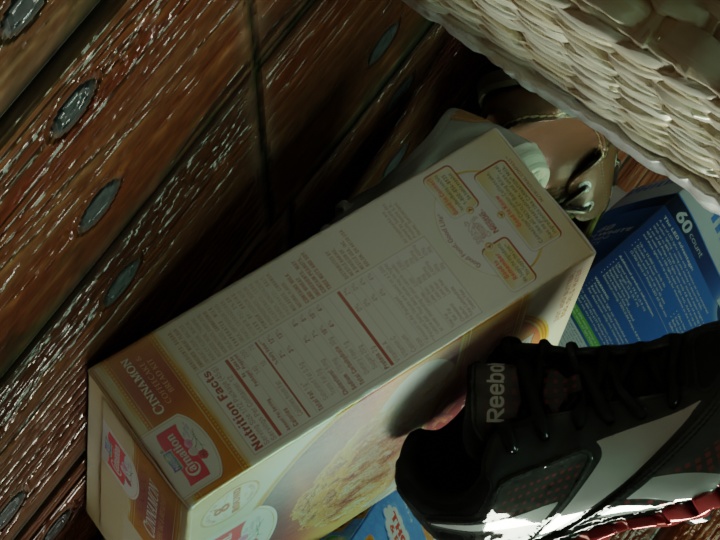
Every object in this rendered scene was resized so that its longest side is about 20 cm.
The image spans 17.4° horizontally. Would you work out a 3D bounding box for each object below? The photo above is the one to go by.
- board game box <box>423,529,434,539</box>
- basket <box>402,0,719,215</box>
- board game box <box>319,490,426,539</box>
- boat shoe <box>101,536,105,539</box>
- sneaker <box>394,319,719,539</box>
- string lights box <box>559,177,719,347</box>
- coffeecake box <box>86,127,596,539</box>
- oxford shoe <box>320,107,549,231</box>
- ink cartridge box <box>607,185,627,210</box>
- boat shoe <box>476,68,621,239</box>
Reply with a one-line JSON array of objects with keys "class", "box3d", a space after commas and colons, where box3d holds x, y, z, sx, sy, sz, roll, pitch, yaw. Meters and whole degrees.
[{"class": "board game box", "box3d": [-0.025, 0.181, 1.208, 0.200, 0.097, 0.159, -47, -160, -21]}, {"class": "basket", "box3d": [0.124, -0.145, 0.801, 0.198, 0.200, 0.161, -55, 167, -1]}, {"class": "board game box", "box3d": [0.000, 0.195, 1.040, 0.037, 0.152, 0.200, -13, -165, 23]}, {"class": "boat shoe", "box3d": [-0.101, 0.154, 1.069, 0.200, 0.072, 0.062, -51, 170, 0]}, {"class": "sneaker", "box3d": [0.095, 0.062, 0.934, 0.200, 0.098, 0.071, -31, -147, 29]}, {"class": "string lights box", "box3d": [0.135, 0.038, 1.241, 0.059, 0.103, 0.200, -16, -164, 46]}, {"class": "coffeecake box", "box3d": [-0.013, 0.049, 0.981, 0.200, 0.073, 0.154, -31, 161, -20]}, {"class": "oxford shoe", "box3d": [0.000, 0.000, 1.092, 0.200, 0.058, 0.075, -44, 163, 10]}, {"class": "ink cartridge box", "box3d": [0.108, 0.039, 1.490, 0.200, 0.125, 0.129, -58, 169, 14]}, {"class": "boat shoe", "box3d": [0.099, -0.053, 1.160, 0.200, 0.072, 0.068, 39, 48, -76]}]
